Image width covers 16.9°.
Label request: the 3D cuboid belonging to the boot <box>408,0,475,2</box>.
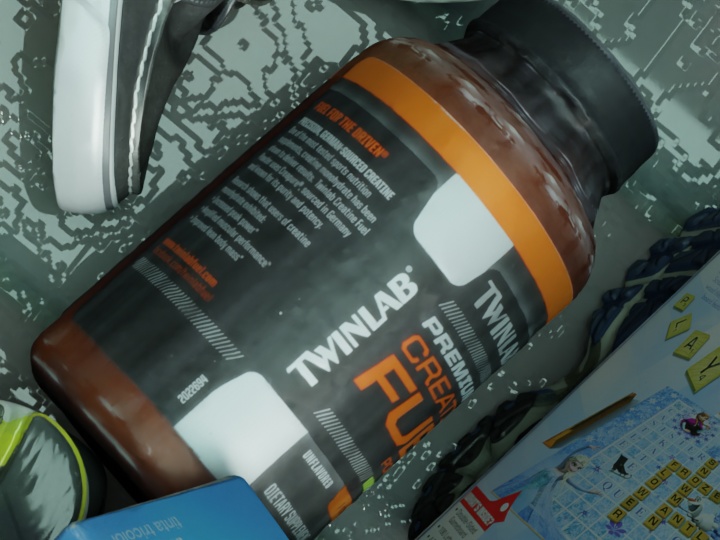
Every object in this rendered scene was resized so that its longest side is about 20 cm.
[{"bbox_3d":[0.075,-0.145,0.805,0.199,0.090,0.073,-9,115,13],"label":"boot"}]

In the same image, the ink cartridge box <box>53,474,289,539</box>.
[{"bbox_3d":[-0.041,0.182,0.662,0.145,0.085,0.200,-46,73,25],"label":"ink cartridge box"}]

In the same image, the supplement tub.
[{"bbox_3d":[0.000,0.000,0.764,0.200,0.107,0.107,-42,99,-9],"label":"supplement tub"}]

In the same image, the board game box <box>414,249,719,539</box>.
[{"bbox_3d":[0.120,0.065,0.677,0.199,0.200,0.041,-43,114,0],"label":"board game box"}]

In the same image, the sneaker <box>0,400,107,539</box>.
[{"bbox_3d":[-0.163,0.101,0.745,0.199,0.085,0.075,-20,79,10],"label":"sneaker"}]

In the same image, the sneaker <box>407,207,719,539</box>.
[{"bbox_3d":[0.111,0.049,0.815,0.200,0.077,0.085,-42,106,0],"label":"sneaker"}]

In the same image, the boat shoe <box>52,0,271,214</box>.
[{"bbox_3d":[-0.053,-0.114,0.770,0.066,0.070,0.201,10,81,1],"label":"boat shoe"}]
